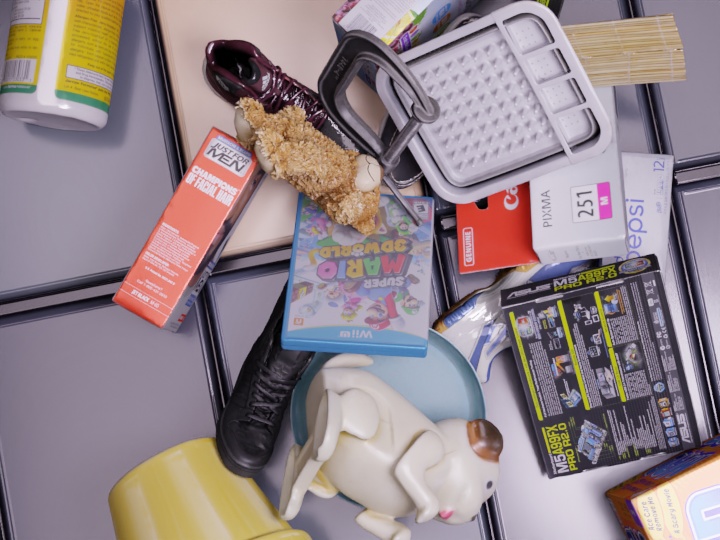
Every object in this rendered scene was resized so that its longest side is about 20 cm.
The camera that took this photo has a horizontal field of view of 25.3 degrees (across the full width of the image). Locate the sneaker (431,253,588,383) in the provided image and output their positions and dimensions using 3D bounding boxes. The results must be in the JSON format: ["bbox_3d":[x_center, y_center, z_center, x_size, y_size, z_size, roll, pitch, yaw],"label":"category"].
[{"bbox_3d":[0.171,0.035,1.637,0.200,0.075,0.088,-37,93,7],"label":"sneaker"}]

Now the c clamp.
[{"bbox_3d":[0.028,-0.147,1.562,0.027,0.200,0.171,-41,81,-23],"label":"c clamp"}]

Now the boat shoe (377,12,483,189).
[{"bbox_3d":[0.082,-0.168,1.638,0.074,0.060,0.200,31,98,-22],"label":"boat shoe"}]

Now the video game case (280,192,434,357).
[{"bbox_3d":[0.000,0.000,1.609,0.142,0.018,0.201,4,50,2],"label":"video game case"}]

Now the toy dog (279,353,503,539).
[{"bbox_3d":[0.037,0.182,1.552,0.199,0.194,0.140,19,124,-11],"label":"toy dog"}]

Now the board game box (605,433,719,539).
[{"bbox_3d":[0.378,0.262,1.539,0.199,0.200,0.201,-26,84,-1],"label":"board game box"}]

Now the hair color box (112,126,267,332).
[{"bbox_3d":[-0.169,-0.038,1.627,0.064,0.111,0.201,29,87,3],"label":"hair color box"}]

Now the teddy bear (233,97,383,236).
[{"bbox_3d":[-0.043,-0.107,1.563,0.200,0.145,0.067,34,102,-29],"label":"teddy bear"}]

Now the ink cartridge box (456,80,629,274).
[{"bbox_3d":[0.175,-0.104,1.609,0.173,0.044,0.201,-7,66,14],"label":"ink cartridge box"}]

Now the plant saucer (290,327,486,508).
[{"bbox_3d":[0.029,0.145,1.627,0.199,0.027,0.201,1,99,4],"label":"plant saucer"}]

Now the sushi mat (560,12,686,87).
[{"bbox_3d":[0.215,-0.209,1.565,0.199,0.096,0.012,-3,54,17],"label":"sushi mat"}]

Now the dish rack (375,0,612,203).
[{"bbox_3d":[0.131,-0.167,1.557,0.199,0.044,0.172,-20,114,28],"label":"dish rack"}]

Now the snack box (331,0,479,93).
[{"bbox_3d":[0.066,-0.281,1.612,0.068,0.169,0.200,43,88,7],"label":"snack box"}]

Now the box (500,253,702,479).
[{"bbox_3d":[0.238,0.097,1.584,0.159,0.044,0.201,-14,111,10],"label":"box"}]

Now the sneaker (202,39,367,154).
[{"bbox_3d":[-0.082,-0.171,1.633,0.199,0.116,0.076,32,87,4],"label":"sneaker"}]

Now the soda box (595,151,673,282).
[{"bbox_3d":[0.276,-0.018,1.636,0.068,0.063,0.201,4,85,3],"label":"soda box"}]

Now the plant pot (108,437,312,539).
[{"bbox_3d":[-0.151,0.276,1.567,0.200,0.201,0.189,-29,71,-1],"label":"plant pot"}]

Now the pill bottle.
[{"bbox_3d":[-0.303,-0.252,1.648,0.112,0.113,0.201,7,86,2],"label":"pill bottle"}]

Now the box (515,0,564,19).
[{"bbox_3d":[0.186,-0.329,1.574,0.047,0.200,0.194,8,67,1],"label":"box"}]

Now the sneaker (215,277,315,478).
[{"bbox_3d":[-0.087,0.102,1.588,0.060,0.200,0.104,26,130,-13],"label":"sneaker"}]
